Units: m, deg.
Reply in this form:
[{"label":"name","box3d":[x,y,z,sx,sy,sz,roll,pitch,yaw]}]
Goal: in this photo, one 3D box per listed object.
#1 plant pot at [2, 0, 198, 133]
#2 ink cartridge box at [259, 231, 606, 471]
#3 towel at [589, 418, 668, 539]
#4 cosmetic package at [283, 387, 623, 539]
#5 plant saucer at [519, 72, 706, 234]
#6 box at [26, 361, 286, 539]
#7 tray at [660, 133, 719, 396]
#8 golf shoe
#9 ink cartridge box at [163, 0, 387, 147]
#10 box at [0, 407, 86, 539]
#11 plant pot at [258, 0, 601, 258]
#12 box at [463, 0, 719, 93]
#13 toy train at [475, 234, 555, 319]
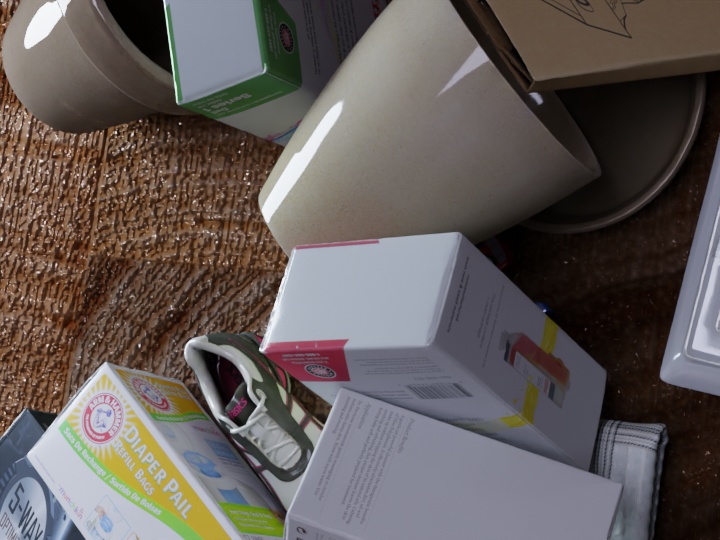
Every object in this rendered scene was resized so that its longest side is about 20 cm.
[{"label":"plant pot","box3d":[-0.194,-0.194,1.466,0.174,0.199,0.202,-30,66,40]},{"label":"ink cartridge box","box3d":[0.054,0.062,1.226,0.144,0.200,0.084,-5,58,38]},{"label":"towel","box3d":[0.116,0.199,1.278,0.191,0.034,0.202,2,81,36]},{"label":"cosmetic package","box3d":[0.059,0.167,1.184,0.198,0.085,0.108,20,55,8]},{"label":"plant saucer","box3d":[0.159,-0.124,1.334,0.198,0.029,0.202,-5,78,27]},{"label":"box","box3d":[-0.144,0.179,1.391,0.102,0.112,0.200,-48,61,11]},{"label":"tray","box3d":[0.274,-0.011,1.253,0.107,0.022,0.202,13,86,31]},{"label":"golf shoe","box3d":[-0.065,0.128,1.374,0.077,0.088,0.200,-47,64,10]},{"label":"ink cartridge box","box3d":[-0.056,-0.177,1.364,0.083,0.199,0.146,-17,72,27]},{"label":"box","box3d":[-0.253,0.239,1.477,0.160,0.043,0.200,-48,62,12]},{"label":"plant pot","box3d":[0.032,-0.079,1.268,0.199,0.187,0.188,-38,65,15]},{"label":"box","box3d":[0.159,-0.193,1.255,0.164,0.198,0.021,60,144,31]},{"label":"toy train","box3d":[0.091,-0.007,1.346,0.046,0.034,0.201,-35,66,7]}]
